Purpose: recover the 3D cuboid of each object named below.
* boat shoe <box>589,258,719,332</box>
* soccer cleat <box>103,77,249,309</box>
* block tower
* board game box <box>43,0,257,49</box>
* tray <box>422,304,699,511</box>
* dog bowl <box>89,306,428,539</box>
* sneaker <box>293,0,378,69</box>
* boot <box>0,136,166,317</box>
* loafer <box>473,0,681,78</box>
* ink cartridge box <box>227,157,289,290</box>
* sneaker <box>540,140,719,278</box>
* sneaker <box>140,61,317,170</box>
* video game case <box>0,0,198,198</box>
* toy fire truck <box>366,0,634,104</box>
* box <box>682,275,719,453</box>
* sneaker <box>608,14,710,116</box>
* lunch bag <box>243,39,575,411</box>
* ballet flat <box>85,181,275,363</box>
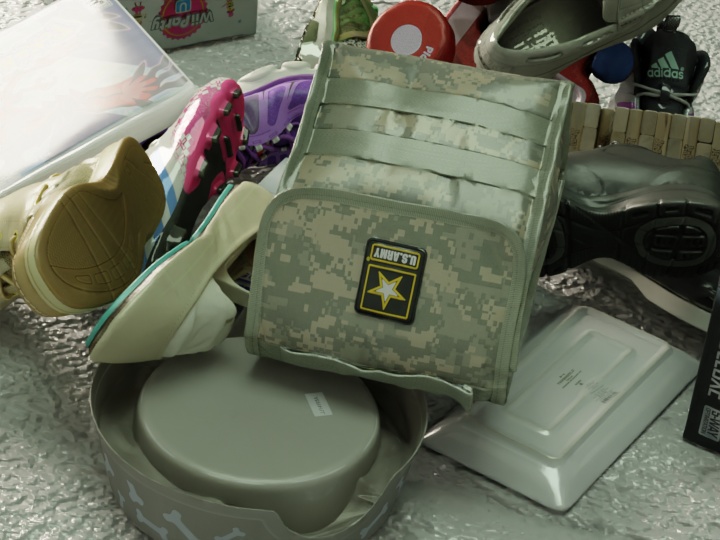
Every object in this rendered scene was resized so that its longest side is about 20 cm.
[{"bbox_3d":[0.185,-0.023,1.392,0.199,0.061,0.074,32,8,31],"label":"boat shoe"},{"bbox_3d":[-0.139,-0.057,1.358,0.085,0.070,0.201,8,53,16],"label":"soccer cleat"},{"bbox_3d":[0.166,-0.088,1.418,0.198,0.058,0.054,10,-2,10],"label":"block tower"},{"bbox_3d":[-0.195,-0.256,1.691,0.146,0.065,0.200,-15,40,-29],"label":"board game box"},{"bbox_3d":[0.133,0.077,1.289,0.107,0.022,0.200,25,38,24],"label":"tray"},{"bbox_3d":[-0.061,0.098,1.188,0.198,0.059,0.201,5,34,-4],"label":"dog bowl"},{"bbox_3d":[-0.001,-0.179,1.621,0.088,0.077,0.201,21,39,-2],"label":"sneaker"},{"bbox_3d":[-0.212,-0.005,1.236,0.154,0.073,0.200,-23,20,17],"label":"boot"},{"bbox_3d":[0.170,-0.193,1.432,0.199,0.070,0.070,-35,80,-11],"label":"loafer"},{"bbox_3d":[0.000,0.000,1.348,0.198,0.041,0.200,17,28,14],"label":"ink cartridge box"},{"bbox_3d":[0.149,-0.046,1.337,0.198,0.076,0.091,7,38,5],"label":"sneaker"},{"bbox_3d":[-0.083,-0.094,1.465,0.198,0.081,0.084,-8,37,-6],"label":"sneaker"},{"bbox_3d":[-0.238,-0.121,1.453,0.199,0.023,0.182,-30,44,-13],"label":"video game case"},{"bbox_3d":[0.113,-0.158,1.509,0.168,0.112,0.200,37,85,25],"label":"toy fire truck"},{"bbox_3d":[0.278,0.006,1.302,0.049,0.159,0.200,21,35,21],"label":"box"},{"bbox_3d":[0.220,-0.120,1.491,0.077,0.141,0.201,8,33,-5],"label":"sneaker"},{"bbox_3d":[0.030,-0.023,1.208,0.162,0.118,0.201,11,60,9],"label":"lunch bag"},{"bbox_3d":[-0.092,0.008,1.212,0.069,0.070,0.200,17,35,15],"label":"ballet flat"}]
